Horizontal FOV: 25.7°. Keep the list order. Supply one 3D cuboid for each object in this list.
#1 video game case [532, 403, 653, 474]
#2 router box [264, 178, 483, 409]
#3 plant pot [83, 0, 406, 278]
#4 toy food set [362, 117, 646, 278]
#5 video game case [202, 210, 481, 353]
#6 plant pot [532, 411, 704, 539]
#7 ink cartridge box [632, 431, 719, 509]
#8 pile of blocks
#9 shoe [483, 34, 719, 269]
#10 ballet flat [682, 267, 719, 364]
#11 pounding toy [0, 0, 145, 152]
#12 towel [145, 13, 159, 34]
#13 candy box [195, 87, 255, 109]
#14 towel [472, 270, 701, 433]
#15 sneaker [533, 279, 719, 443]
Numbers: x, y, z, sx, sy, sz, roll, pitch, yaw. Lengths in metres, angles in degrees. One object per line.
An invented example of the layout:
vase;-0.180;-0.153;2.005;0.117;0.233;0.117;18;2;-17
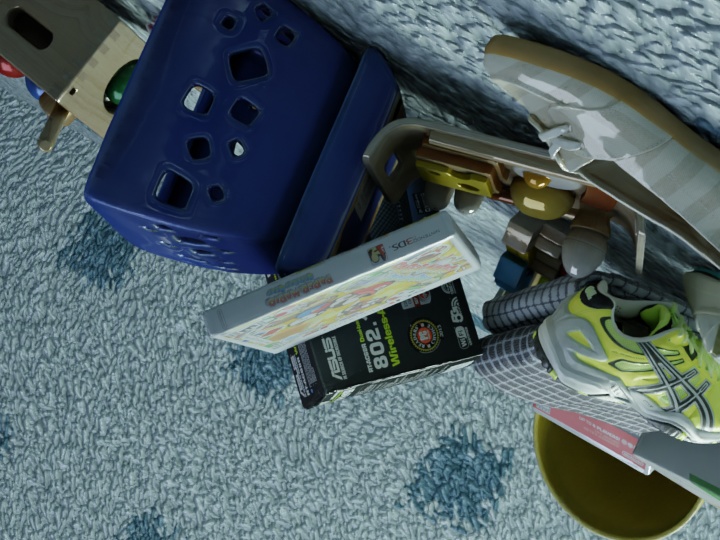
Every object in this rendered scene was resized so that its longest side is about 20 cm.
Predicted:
video game case;0.235;0.096;1.538;0.143;0.017;0.201;29;139;29
router box;0.000;0.000;1.319;0.062;0.149;0.201;-38;67;64
plant pot;-0.071;-0.090;1.181;0.179;0.201;0.200;23;174;8
toy food set;0.106;-0.044;1.114;0.199;0.061;0.144;15;172;12
video game case;-0.006;0.014;1.150;0.200;0.181;0.023;34;-146;-78
plant pot;0.302;0.167;1.654;0.199;0.201;0.142;28;-155;29
ink cartridge box;0.365;0.186;1.434;0.145;0.088;0.200;25;176;46
pile of blocks;0.158;0.006;1.366;0.062;0.082;0.200;30;175;17
shoe;0.149;-0.063;0.874;0.199;0.054;0.070;32;175;-3
ballet flat;0.279;0.045;1.111;0.069;0.070;0.200;33;175;-25
pounding toy;-0.289;-0.196;1.565;0.200;0.142;0.184;39;179;24
towel;-0.132;-0.183;1.561;0.146;0.030;0.200;31;176;8
candy box;-0.070;-0.145;1.397;0.200;0.056;0.115;34;175;-33
towel;0.212;0.078;1.307;0.199;0.086;0.165;22;160;-19
sneaker;0.229;0.069;1.173;0.199;0.077;0.076;18;-141;-23
